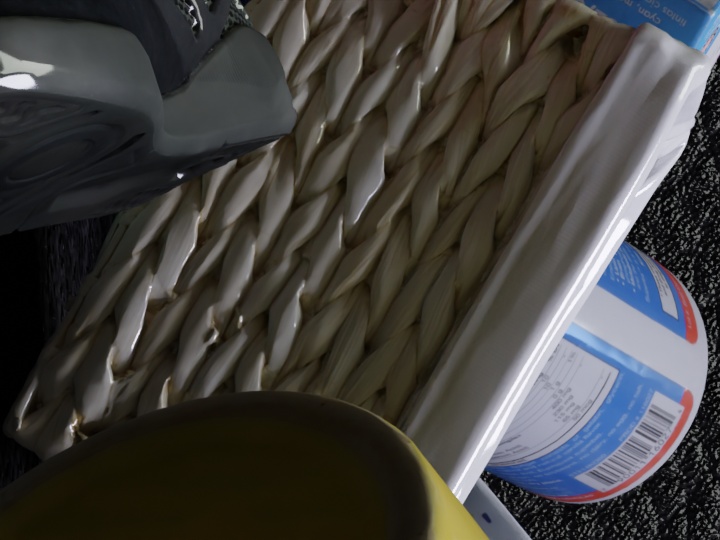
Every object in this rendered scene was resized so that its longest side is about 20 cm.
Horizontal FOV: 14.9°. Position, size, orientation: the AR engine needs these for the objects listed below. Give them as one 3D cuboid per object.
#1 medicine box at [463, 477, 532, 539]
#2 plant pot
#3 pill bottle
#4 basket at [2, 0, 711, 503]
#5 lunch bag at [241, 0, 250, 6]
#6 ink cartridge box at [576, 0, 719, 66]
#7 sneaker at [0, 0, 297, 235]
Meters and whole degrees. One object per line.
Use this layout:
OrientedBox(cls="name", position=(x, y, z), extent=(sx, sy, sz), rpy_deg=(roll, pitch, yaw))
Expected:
OrientedBox(cls="medicine box", position=(0.068, 0.183, 0.961), extent=(0.200, 0.103, 0.182), rpy_deg=(50, -2, 26))
OrientedBox(cls="plant pot", position=(-0.011, 0.138, 0.588), extent=(0.201, 0.200, 0.190), rpy_deg=(-92, 161, -56))
OrientedBox(cls="pill bottle", position=(0.042, 0.014, 1.090), extent=(0.200, 0.112, 0.113), rpy_deg=(30, 48, -46))
OrientedBox(cls="basket", position=(0.000, 0.000, 0.807), extent=(0.201, 0.123, 0.136), rpy_deg=(-58, 174, -1))
OrientedBox(cls="lunch bag", position=(-0.014, -0.100, 0.985), extent=(0.076, 0.160, 0.200), rpy_deg=(46, -11, -11))
OrientedBox(cls="ink cartridge box", position=(0.072, -0.056, 0.953), extent=(0.115, 0.068, 0.201), rpy_deg=(-49, 169, -49))
OrientedBox(cls="sneaker", position=(-0.082, -0.068, 0.614), extent=(0.115, 0.076, 0.199), rpy_deg=(64, 18, 1))
